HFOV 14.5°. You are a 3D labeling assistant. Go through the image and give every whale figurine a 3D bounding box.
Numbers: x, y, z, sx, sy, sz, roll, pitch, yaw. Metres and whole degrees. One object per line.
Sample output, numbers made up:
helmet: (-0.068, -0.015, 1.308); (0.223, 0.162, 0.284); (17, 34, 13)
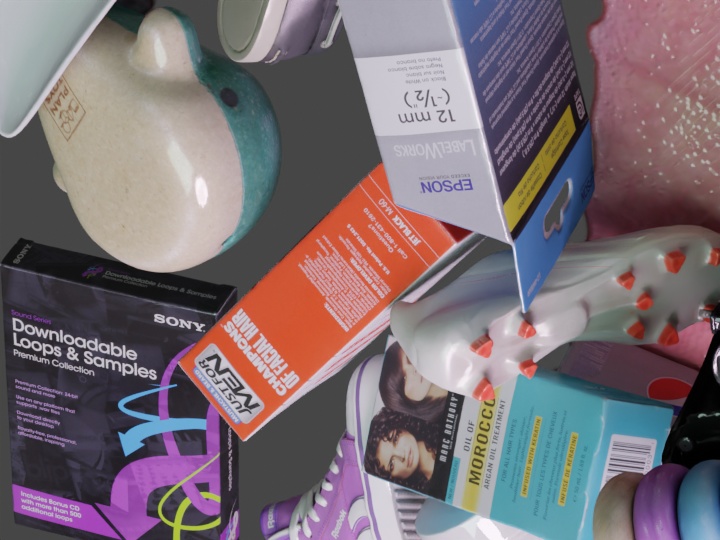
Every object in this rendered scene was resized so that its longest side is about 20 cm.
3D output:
whale figurine: (-0.121, -0.098, 1.560); (0.200, 0.104, 0.159); (53, 139, 14)

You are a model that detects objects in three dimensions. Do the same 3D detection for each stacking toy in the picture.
stacking toy: (0.211, 0.111, 1.303); (0.199, 0.085, 0.086); (-20, 113, 27)

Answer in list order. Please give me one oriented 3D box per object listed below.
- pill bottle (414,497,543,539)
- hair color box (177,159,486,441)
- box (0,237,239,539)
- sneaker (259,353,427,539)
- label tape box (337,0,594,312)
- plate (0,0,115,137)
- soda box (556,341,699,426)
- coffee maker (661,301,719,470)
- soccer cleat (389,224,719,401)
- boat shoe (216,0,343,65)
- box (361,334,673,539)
pill bottle: (0.121, 0.199, 1.631); (0.111, 0.111, 0.200); (-27, 108, 34)
hair color box: (0.000, 0.000, 1.545); (0.064, 0.111, 0.200); (49, 127, 5)
box: (-0.145, 0.084, 1.715); (0.142, 0.036, 0.201); (12, 124, 16)
sneaker: (-0.014, 0.134, 1.672); (0.114, 0.073, 0.201); (9, 123, 23)
label tape box: (0.057, -0.098, 1.435); (0.066, 0.143, 0.201); (-2, 119, 24)
plate: (-0.182, -0.206, 1.499); (0.200, 0.032, 0.200); (-47, 69, 35)
soda box: (0.197, 0.107, 1.567); (0.199, 0.063, 0.068); (22, 128, 8)
coffee maker: (0.236, 0.057, 1.431); (0.134, 0.200, 0.193); (16, 127, 11)
soccer cleat: (0.109, 0.010, 1.489); (0.078, 0.199, 0.070); (40, 138, 45)
boat shoe: (-0.012, -0.192, 1.475); (0.063, 0.073, 0.200); (3, 130, -33)
box: (0.081, 0.091, 1.520); (0.200, 0.049, 0.083); (14, 93, 55)
